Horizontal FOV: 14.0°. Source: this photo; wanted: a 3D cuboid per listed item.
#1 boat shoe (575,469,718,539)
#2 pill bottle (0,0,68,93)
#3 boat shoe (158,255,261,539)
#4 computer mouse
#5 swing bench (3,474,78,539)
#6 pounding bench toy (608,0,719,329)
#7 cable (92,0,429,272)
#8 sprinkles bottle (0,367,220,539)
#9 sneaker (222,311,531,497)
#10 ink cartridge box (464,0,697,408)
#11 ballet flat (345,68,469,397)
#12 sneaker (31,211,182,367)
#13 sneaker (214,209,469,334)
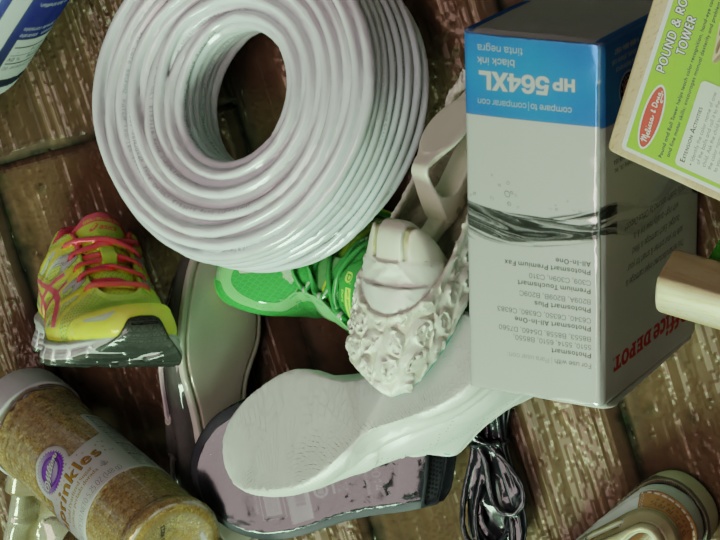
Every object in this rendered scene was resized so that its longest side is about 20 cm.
[{"bbox_3d":[0.126,0.197,1.697,0.075,0.068,0.200,41,121,12],"label":"boat shoe"},{"bbox_3d":[-0.235,-0.174,1.752,0.116,0.116,0.200,44,121,10],"label":"pill bottle"},{"bbox_3d":[-0.098,0.073,1.784,0.057,0.067,0.200,10,108,47],"label":"boat shoe"},{"bbox_3d":[0.000,0.111,1.744,0.200,0.053,0.139,-6,100,10],"label":"computer mouse"},{"bbox_3d":[-0.173,0.260,1.831,0.129,0.200,0.199,7,114,-9],"label":"swing bench"},{"bbox_3d":[0.218,-0.079,1.506,0.124,0.156,0.200,25,116,19],"label":"pounding bench toy"},{"bbox_3d":[-0.060,-0.101,1.675,0.200,0.069,0.200,-39,65,23],"label":"cable"},{"bbox_3d":[-0.163,0.128,1.788,0.200,0.068,0.068,34,123,48],"label":"sprinkles bottle"},{"bbox_3d":[0.016,0.089,1.678,0.200,0.088,0.075,-22,61,30],"label":"sneaker"},{"bbox_3d":[0.121,-0.044,1.577,0.084,0.146,0.200,8,109,25],"label":"ink cartridge box"},{"bbox_3d":[0.037,-0.031,1.617,0.072,0.072,0.200,19,73,23],"label":"ballet flat"},{"bbox_3d":[-0.158,0.011,1.749,0.200,0.078,0.091,-167,80,-69],"label":"sneaker"},{"bbox_3d":[0.000,0.000,1.693,0.200,0.084,0.074,1,104,25],"label":"sneaker"}]
